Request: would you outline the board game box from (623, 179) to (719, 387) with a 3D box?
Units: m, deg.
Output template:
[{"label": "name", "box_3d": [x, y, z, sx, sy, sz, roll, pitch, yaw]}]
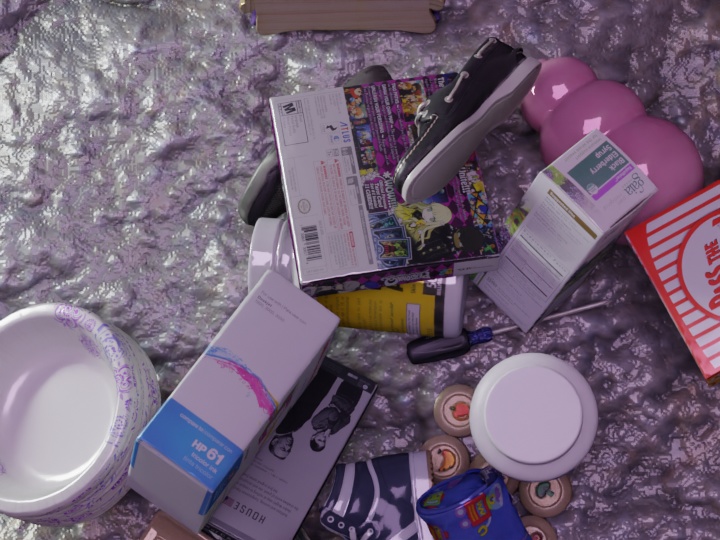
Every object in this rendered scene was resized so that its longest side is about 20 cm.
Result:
[{"label": "board game box", "box_3d": [0.353, -0.013, 1.496, 0.200, 0.046, 0.152, -30, 71, 7]}]

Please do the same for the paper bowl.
[{"label": "paper bowl", "box_3d": [-0.278, 0.139, 1.609, 0.200, 0.104, 0.201, -7, 69, 20]}]

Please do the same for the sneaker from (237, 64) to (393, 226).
[{"label": "sneaker", "box_3d": [-0.019, -0.094, 1.645, 0.199, 0.076, 0.114, -40, 74, -6]}]

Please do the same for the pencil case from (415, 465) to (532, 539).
[{"label": "pencil case", "box_3d": [0.127, 0.267, 1.545, 0.087, 0.078, 0.200, -36, 105, -29]}]

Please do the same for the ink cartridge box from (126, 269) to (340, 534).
[{"label": "ink cartridge box", "box_3d": [-0.112, 0.116, 1.527, 0.085, 0.145, 0.200, 34, 65, 4]}]

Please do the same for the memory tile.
[{"label": "memory tile", "box_3d": [0.119, 0.216, 1.620, 0.153, 0.017, 0.200, 17, 85, 8]}]

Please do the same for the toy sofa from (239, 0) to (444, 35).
[{"label": "toy sofa", "box_3d": [-0.017, -0.292, 1.678, 0.200, 0.098, 0.083, 0, 58, 6]}]

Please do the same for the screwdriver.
[{"label": "screwdriver", "box_3d": [0.140, 0.054, 1.630, 0.200, 0.029, 0.028, -16, 81, 9]}]

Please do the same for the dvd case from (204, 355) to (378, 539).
[{"label": "dvd case", "box_3d": [-0.094, 0.155, 1.607, 0.150, 0.025, 0.200, 28, 65, 5]}]

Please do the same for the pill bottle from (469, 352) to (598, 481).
[{"label": "pill bottle", "box_3d": [0.152, 0.130, 1.519, 0.112, 0.200, 0.112, -1, 82, 5]}]

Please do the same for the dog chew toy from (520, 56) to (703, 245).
[{"label": "dog chew toy", "box_3d": [0.225, -0.119, 1.607, 0.125, 0.125, 0.200, -39, 72, 0]}]

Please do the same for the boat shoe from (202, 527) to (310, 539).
[{"label": "boat shoe", "box_3d": [-0.126, 0.225, 1.619, 0.200, 0.062, 0.073, 41, 88, 9]}]

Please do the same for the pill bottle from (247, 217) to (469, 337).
[{"label": "pill bottle", "box_3d": [0.000, 0.000, 1.613, 0.200, 0.111, 0.111, 5, 83, 7]}]

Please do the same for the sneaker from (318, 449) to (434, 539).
[{"label": "sneaker", "box_3d": [0.018, 0.267, 1.578, 0.108, 0.070, 0.200, -3, 75, 1]}]

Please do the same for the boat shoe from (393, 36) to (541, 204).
[{"label": "boat shoe", "box_3d": [0.084, -0.138, 1.538, 0.060, 0.074, 0.200, 36, 63, 14]}]

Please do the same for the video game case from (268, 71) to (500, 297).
[{"label": "video game case", "box_3d": [0.019, -0.080, 1.567, 0.181, 0.036, 0.200, -9, 63, -5]}]

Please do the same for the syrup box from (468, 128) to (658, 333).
[{"label": "syrup box", "box_3d": [0.178, -0.033, 1.546, 0.081, 0.200, 0.079, 45, 60, 11]}]

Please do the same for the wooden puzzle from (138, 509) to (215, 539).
[{"label": "wooden puzzle", "box_3d": [-0.163, 0.353, 1.623, 0.185, 0.037, 0.200, 33, 91, 8]}]
